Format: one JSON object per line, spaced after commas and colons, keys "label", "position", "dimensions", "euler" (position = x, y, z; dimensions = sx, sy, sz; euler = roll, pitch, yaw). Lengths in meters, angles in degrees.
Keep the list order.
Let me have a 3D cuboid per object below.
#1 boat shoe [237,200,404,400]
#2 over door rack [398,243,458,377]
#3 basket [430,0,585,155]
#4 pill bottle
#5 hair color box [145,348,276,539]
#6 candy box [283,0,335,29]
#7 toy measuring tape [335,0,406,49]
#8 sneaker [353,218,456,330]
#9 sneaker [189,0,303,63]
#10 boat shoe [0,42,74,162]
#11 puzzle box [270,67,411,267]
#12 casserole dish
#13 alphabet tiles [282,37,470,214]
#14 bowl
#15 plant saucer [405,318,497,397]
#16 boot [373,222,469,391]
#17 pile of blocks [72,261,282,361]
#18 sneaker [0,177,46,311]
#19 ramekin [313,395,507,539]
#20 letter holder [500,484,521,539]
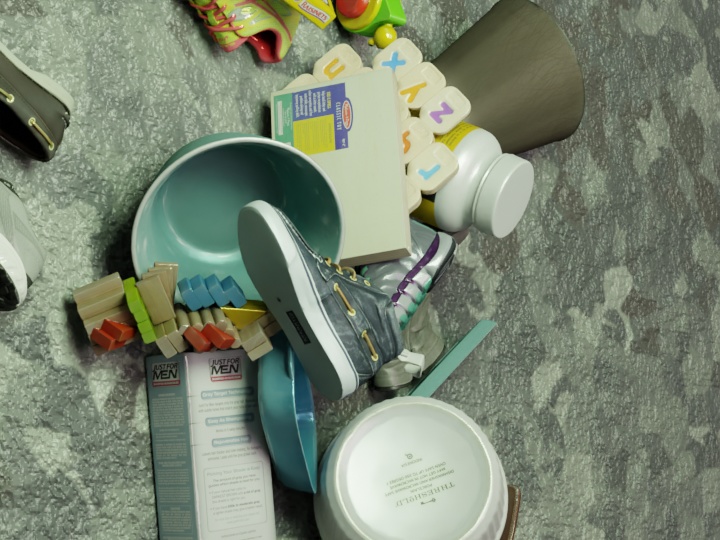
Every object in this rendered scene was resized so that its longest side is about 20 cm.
{"label": "boat shoe", "position": [-0.036, 0.014, 1.533], "dimensions": [0.091, 0.071, 0.200], "euler": [-34, 104, -34]}
{"label": "over door rack", "position": [0.000, 0.000, 1.703], "dimensions": [0.200, 0.067, 0.148], "euler": [23, 66, -10]}
{"label": "basket", "position": [0.139, -0.191, 1.882], "dimensions": [0.200, 0.136, 0.181], "euler": [-34, 107, -39]}
{"label": "pill bottle", "position": [0.074, -0.108, 1.733], "dimensions": [0.112, 0.200, 0.113], "euler": [-44, 147, -39]}
{"label": "hair color box", "position": [-0.142, 0.176, 1.587], "dimensions": [0.099, 0.061, 0.200], "euler": [-2, 86, -47]}
{"label": "candy box", "position": [-0.083, -0.333, 1.671], "dimensions": [0.102, 0.026, 0.200], "euler": [29, 31, -39]}
{"label": "toy measuring tape", "position": [-0.002, -0.321, 1.815], "dimensions": [0.073, 0.074, 0.200], "euler": [9, 55, -45]}
{"label": "sneaker", "position": [0.011, 0.027, 1.645], "dimensions": [0.087, 0.074, 0.200], "euler": [33, 59, 7]}
{"label": "sneaker", "position": [-0.132, -0.266, 1.649], "dimensions": [0.200, 0.078, 0.090], "euler": [21, 76, -41]}
{"label": "boat shoe", "position": [-0.330, -0.162, 1.430], "dimensions": [0.201, 0.072, 0.061], "euler": [33, 58, -41]}
{"label": "puzzle box", "position": [-0.021, -0.098, 1.659], "dimensions": [0.025, 0.133, 0.200], "euler": [49, 35, -63]}
{"label": "casserole dish", "position": [-0.071, 0.135, 1.617], "dimensions": [0.200, 0.039, 0.121], "euler": [79, 7, -52]}
{"label": "alphabet tiles", "position": [0.006, -0.140, 1.693], "dimensions": [0.196, 0.200, 0.015], "euler": [-40, 155, -3]}
{"label": "bowl", "position": [-0.123, -0.050, 1.572], "dimensions": [0.200, 0.105, 0.201], "euler": [-7, 117, -13]}
{"label": "plant saucer", "position": [0.078, 0.120, 1.822], "dimensions": [0.019, 0.070, 0.200], "euler": [46, 50, 2]}
{"label": "boot", "position": [0.061, 0.036, 1.820], "dimensions": [0.200, 0.068, 0.131], "euler": [-39, 115, -32]}
{"label": "pile of blocks", "position": [-0.159, 0.042, 1.514], "dimensions": [0.200, 0.062, 0.082], "euler": [0, 117, -15]}
{"label": "sneaker", "position": [-0.336, -0.063, 1.420], "dimensions": [0.200, 0.074, 0.079], "euler": [64, 37, -26]}
{"label": "ramekin", "position": [0.051, 0.217, 1.660], "dimensions": [0.094, 0.202, 0.203], "euler": [91, 13, -68]}
{"label": "letter holder", "position": [0.070, 0.296, 1.729], "dimensions": [0.101, 0.142, 0.200], "euler": [38, 59, -36]}
